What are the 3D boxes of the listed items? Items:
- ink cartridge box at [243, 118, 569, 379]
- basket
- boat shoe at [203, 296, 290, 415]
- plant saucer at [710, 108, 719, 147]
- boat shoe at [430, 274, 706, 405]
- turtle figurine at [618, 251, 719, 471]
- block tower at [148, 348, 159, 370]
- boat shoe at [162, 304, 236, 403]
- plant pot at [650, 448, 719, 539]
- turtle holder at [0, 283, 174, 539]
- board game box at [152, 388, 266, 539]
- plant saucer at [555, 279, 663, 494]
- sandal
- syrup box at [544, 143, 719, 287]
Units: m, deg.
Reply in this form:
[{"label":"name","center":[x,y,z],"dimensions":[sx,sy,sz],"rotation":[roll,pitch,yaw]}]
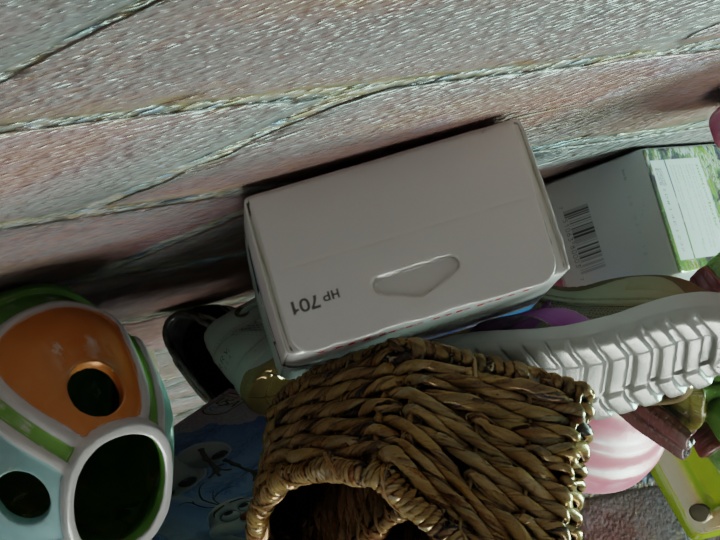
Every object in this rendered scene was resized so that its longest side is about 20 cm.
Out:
[{"label":"ink cartridge box","center":[0.019,-0.006,1.537],"dimensions":[0.146,0.086,0.200],"rotation":[-16,174,-4]},{"label":"basket","center":[0.016,0.137,1.521],"dimensions":[0.142,0.150,0.200],"rotation":[15,156,-17]},{"label":"boat shoe","center":[0.000,0.000,1.691],"dimensions":[0.199,0.069,0.071],"rotation":[-31,147,-20]},{"label":"plant saucer","center":[0.287,-0.087,1.599],"dimensions":[0.199,0.051,0.201],"rotation":[-15,175,-1]},{"label":"boat shoe","center":[0.106,0.048,1.650],"dimensions":[0.199,0.065,0.071],"rotation":[-11,137,45]},{"label":"turtle figurine","center":[0.237,0.058,1.694],"dimensions":[0.199,0.144,0.194],"rotation":[26,-169,-19]},{"label":"block tower","center":[-0.234,0.110,2.173],"dimensions":[0.199,0.058,0.054],"rotation":[-20,174,32]},{"label":"boat shoe","center":[-0.048,0.094,1.910],"dimensions":[0.074,0.199,0.068],"rotation":[-45,164,13]},{"label":"plant pot","center":[0.271,0.059,2.019],"dimensions":[0.199,0.200,0.182],"rotation":[-19,-156,24]},{"label":"turtle holder","center":[-0.168,0.107,1.579],"dimensions":[0.141,0.186,0.132],"rotation":[12,-167,-45]},{"label":"board game box","center":[-0.074,0.142,1.709],"dimensions":[0.199,0.044,0.199],"rotation":[7,-149,46]},{"label":"plant saucer","center":[0.113,0.041,1.811],"dimensions":[0.200,0.201,0.051],"rotation":[-9,149,-51]},{"label":"sandal","center":[0.105,0.042,1.561],"dimensions":[0.201,0.050,0.083],"rotation":[-8,139,11]},{"label":"syrup box","center":[0.194,-0.029,1.844],"dimensions":[0.081,0.079,0.200],"rotation":[-20,173,30]}]
